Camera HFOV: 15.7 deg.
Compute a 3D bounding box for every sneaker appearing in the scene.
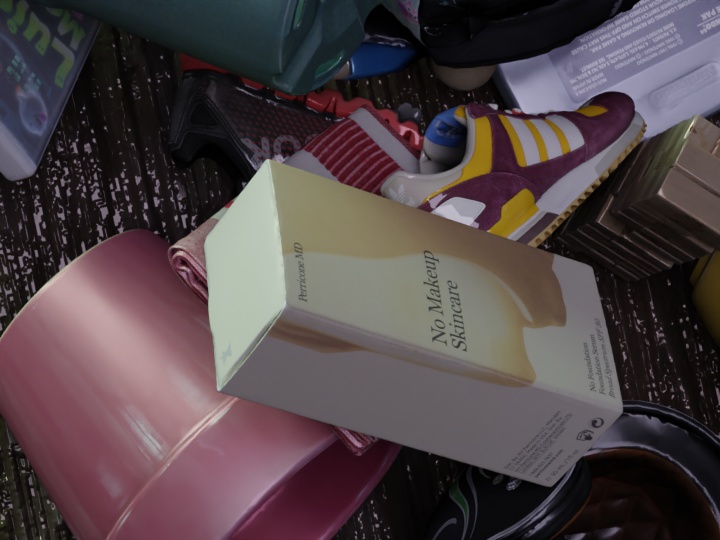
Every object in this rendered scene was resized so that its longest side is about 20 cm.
[{"bbox_3d":[-0.023,-0.062,1.504,0.199,0.071,0.098,23,80,-3],"label":"sneaker"},{"bbox_3d":[0.087,-0.066,1.445,0.090,0.075,0.200,45,39,0],"label":"sneaker"}]

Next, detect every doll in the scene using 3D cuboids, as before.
[{"bbox_3d":[-0.013,-0.157,1.500,0.199,0.049,0.137,27,41,-8],"label":"doll"}]

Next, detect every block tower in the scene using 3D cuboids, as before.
[{"bbox_3d":[0.168,-0.037,1.463,0.058,0.200,0.054,32,79,-8],"label":"block tower"}]

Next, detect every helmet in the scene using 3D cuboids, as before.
[{"bbox_3d":[0.123,0.171,1.438,0.199,0.191,0.201,5,110,14],"label":"helmet"}]

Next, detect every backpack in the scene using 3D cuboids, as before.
[{"bbox_3d":[0.085,-0.205,1.458,0.199,0.167,0.127,-32,58,-19],"label":"backpack"}]

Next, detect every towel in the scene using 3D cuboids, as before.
[{"bbox_3d":[0.000,0.000,1.391,0.144,0.023,0.200,45,40,3],"label":"towel"}]

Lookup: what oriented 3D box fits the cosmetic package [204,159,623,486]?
[{"bbox_3d":[0.026,0.028,1.312,0.199,0.071,0.106,17,43,-27],"label":"cosmetic package"}]

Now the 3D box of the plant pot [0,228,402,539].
[{"bbox_3d":[-0.100,0.083,1.426,0.200,0.200,0.179,-42,74,-10],"label":"plant pot"}]

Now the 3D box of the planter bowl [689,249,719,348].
[{"bbox_3d":[0.243,-0.012,1.480,0.083,0.200,0.201,30,80,9],"label":"planter bowl"}]

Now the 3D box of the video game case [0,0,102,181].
[{"bbox_3d":[-0.211,-0.181,1.421,0.200,0.023,0.182,52,42,-35],"label":"video game case"}]

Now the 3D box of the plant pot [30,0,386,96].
[{"bbox_3d":[-0.083,-0.197,1.345,0.195,0.200,0.201,27,80,17],"label":"plant pot"}]

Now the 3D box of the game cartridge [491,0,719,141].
[{"bbox_3d":[0.170,-0.147,1.559,0.199,0.041,0.134,-26,84,-10],"label":"game cartridge"}]
